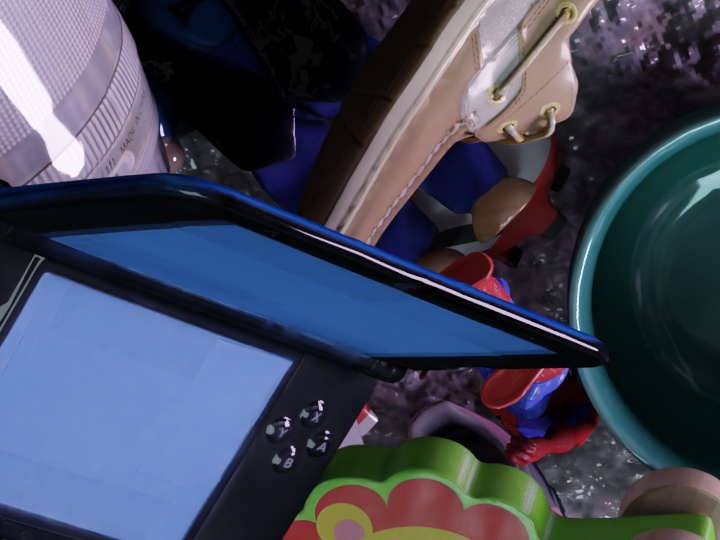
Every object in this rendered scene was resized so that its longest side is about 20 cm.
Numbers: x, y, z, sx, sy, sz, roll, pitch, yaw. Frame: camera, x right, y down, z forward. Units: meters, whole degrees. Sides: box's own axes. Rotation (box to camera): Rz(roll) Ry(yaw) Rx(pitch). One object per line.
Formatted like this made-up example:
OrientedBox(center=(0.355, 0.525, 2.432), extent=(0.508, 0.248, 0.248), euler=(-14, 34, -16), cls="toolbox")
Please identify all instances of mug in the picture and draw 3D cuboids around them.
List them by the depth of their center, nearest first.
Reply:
OrientedBox(center=(0.169, -0.001, 1.101), extent=(0.185, 0.114, 0.152), euler=(-37, 91, 7), cls="mug")

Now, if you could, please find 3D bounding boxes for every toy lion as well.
OrientedBox(center=(0.053, 0.155, 1.067), extent=(0.191, 0.069, 0.200), euler=(-5, 114, 15), cls="toy lion")

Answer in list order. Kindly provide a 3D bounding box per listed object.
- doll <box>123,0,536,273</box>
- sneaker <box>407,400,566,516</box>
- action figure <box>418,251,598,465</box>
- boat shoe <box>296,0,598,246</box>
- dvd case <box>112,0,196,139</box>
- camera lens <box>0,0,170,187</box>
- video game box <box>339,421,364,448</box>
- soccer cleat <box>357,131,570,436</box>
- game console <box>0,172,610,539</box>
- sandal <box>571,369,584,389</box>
OrientedBox(center=(-0.027, -0.077, 1.067), extent=(0.200, 0.048, 0.136), euler=(40, 106, -9), cls="doll")
OrientedBox(center=(0.061, 0.132, 1.179), extent=(0.070, 0.200, 0.082), euler=(-35, 125, 5), cls="sneaker")
OrientedBox(center=(0.057, 0.042, 1.100), extent=(0.052, 0.065, 0.200), euler=(-44, 164, 1), cls="action figure")
OrientedBox(center=(0.051, -0.079, 1.015), extent=(0.066, 0.074, 0.200), euler=(34, 92, -14), cls="boat shoe")
OrientedBox(center=(-0.173, -0.093, 1.093), extent=(0.146, 0.022, 0.200), euler=(-29, 125, 24), cls="dvd case")
OrientedBox(center=(-0.169, -0.082, 0.963), extent=(0.160, 0.160, 0.200), euler=(-16, 128, 14), cls="camera lens")
OrientedBox(center=(-0.060, 0.102, 1.184), extent=(0.182, 0.047, 0.200), euler=(27, 147, 39), cls="video game box")
OrientedBox(center=(0.000, 0.000, 1.153), extent=(0.085, 0.069, 0.200), euler=(35, 121, -17), cls="soccer cleat")
OrientedBox(center=(-0.051, 0.045, 0.929), extent=(0.200, 0.118, 0.171), euler=(22, 104, -39), cls="game console")
OrientedBox(center=(0.185, 0.027, 1.185), extent=(0.200, 0.045, 0.075), euler=(-11, 132, 10), cls="sandal")
